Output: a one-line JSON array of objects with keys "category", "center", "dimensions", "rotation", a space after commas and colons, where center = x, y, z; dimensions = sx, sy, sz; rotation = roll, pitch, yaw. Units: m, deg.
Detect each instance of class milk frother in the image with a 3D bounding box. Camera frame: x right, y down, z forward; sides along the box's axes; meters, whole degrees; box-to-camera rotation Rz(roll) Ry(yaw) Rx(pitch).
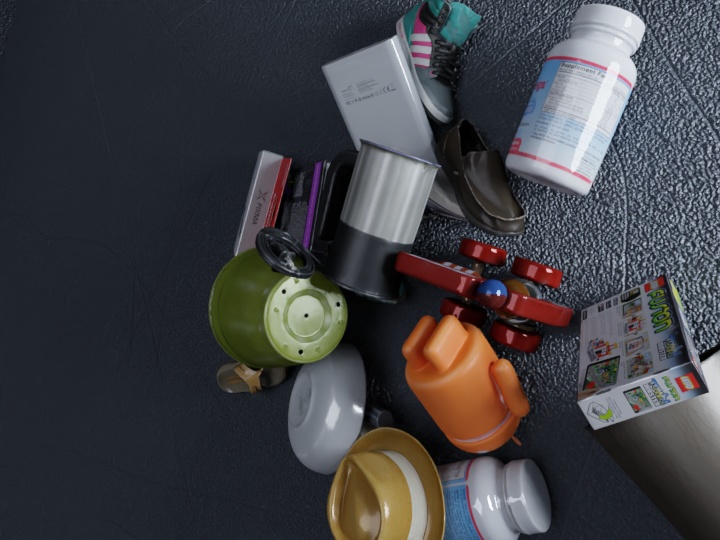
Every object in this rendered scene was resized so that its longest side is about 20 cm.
[{"category": "milk frother", "center": [-0.017, -0.077, 0.737], "dimensions": [0.178, 0.199, 0.192], "rotation": [22, 103, 24]}]

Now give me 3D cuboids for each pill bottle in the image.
[{"category": "pill bottle", "center": [0.264, -0.204, 0.685], "dimensions": [0.108, 0.108, 0.204], "rotation": [27, 101, 36]}, {"category": "pill bottle", "center": [0.139, 0.307, 0.732], "dimensions": [0.198, 0.108, 0.111], "rotation": [-25, 70, 33]}]

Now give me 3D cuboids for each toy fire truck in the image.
[{"category": "toy fire truck", "center": [0.158, 0.026, 0.712], "dimensions": [0.198, 0.166, 0.114], "rotation": [24, 99, 37]}]

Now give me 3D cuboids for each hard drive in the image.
[{"category": "hard drive", "center": [0.035, -0.232, 0.848], "dimensions": [0.130, 0.027, 0.203], "rotation": [-5, 122, 37]}]

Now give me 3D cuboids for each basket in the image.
[{"category": "basket", "center": [0.362, 0.201, 0.559], "dimensions": [0.178, 0.136, 0.202], "rotation": [-32, 70, 2]}]

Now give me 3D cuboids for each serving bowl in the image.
[{"category": "serving bowl", "center": [-0.066, 0.208, 0.876], "dimensions": [0.200, 0.065, 0.204], "rotation": [-43, 38, 46]}]

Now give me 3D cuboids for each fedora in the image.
[{"category": "fedora", "center": [0.014, 0.299, 0.714], "dimensions": [0.198, 0.081, 0.205], "rotation": [-21, 55, 34]}]

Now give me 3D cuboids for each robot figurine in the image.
[{"category": "robot figurine", "center": [0.134, 0.150, 0.718], "dimensions": [0.142, 0.201, 0.117], "rotation": [-29, 23, 16]}]

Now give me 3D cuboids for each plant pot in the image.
[{"category": "plant pot", "center": [-0.115, 0.063, 0.859], "dimensions": [0.192, 0.196, 0.205], "rotation": [1, 85, 63]}]

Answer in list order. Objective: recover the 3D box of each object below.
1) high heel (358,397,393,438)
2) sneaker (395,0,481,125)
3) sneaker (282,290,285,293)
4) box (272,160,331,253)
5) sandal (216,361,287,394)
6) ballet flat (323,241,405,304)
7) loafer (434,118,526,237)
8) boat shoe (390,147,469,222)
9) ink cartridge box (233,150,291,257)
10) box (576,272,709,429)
[{"category": "high heel", "center": [0.006, 0.293, 0.883], "dimensions": [0.142, 0.070, 0.205], "rotation": [12, 105, 59]}, {"category": "sneaker", "center": [0.129, -0.330, 0.834], "dimensions": [0.120, 0.083, 0.204], "rotation": [-32, 65, 41]}, {"category": "sneaker", "center": [-0.173, 0.056, 1.016], "dimensions": [0.073, 0.086, 0.203], "rotation": [32, 104, 35]}, {"category": "box", "center": [-0.103, -0.105, 0.969], "dimensions": [0.199, 0.035, 0.146], "rotation": [6, 87, 59]}, {"category": "sandal", "center": [-0.206, 0.194, 1.029], "dimensions": [0.198, 0.054, 0.081], "rotation": [-25, 103, 36]}, {"category": "ballet flat", "center": [0.000, 0.000, 0.912], "dimensions": [0.075, 0.074, 0.201], "rotation": [-54, 55, 20]}, {"category": "loafer", "center": [0.163, -0.130, 0.764], "dimensions": [0.202, 0.072, 0.072], "rotation": [62, 151, 31]}, {"category": "boat shoe", "center": [0.101, -0.105, 0.845], "dimensions": [0.198, 0.075, 0.094], "rotation": [32, 139, 21]}, {"category": "ink cartridge box", "center": [-0.182, -0.113, 1.016], "dimensions": [0.176, 0.044, 0.204], "rotation": [-146, 71, -71]}, {"category": "box", "center": [0.288, 0.078, 0.592], "dimensions": [0.109, 0.200, 0.035], "rotation": [-31, 98, 31]}]
